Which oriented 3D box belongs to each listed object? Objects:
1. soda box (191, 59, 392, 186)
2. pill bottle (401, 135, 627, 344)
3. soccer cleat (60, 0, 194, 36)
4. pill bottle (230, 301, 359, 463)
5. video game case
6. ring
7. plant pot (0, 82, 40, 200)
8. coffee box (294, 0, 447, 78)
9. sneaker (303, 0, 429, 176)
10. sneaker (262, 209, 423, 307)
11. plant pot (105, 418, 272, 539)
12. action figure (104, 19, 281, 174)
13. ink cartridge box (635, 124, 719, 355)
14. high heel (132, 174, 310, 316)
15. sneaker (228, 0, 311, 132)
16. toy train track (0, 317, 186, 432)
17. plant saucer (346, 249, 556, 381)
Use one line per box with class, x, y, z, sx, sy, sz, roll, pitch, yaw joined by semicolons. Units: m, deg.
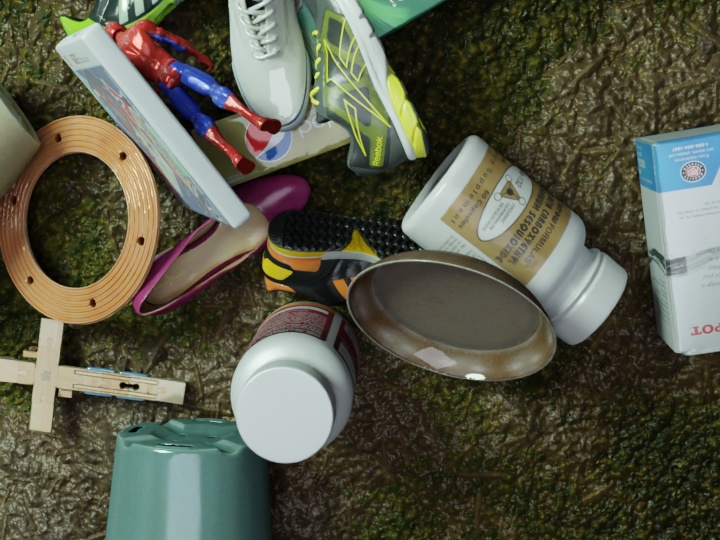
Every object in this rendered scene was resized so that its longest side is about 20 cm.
soda box;-0.055;-0.139;0.960;0.198;0.068;0.065;-20;98;6
pill bottle;0.148;-0.024;0.948;0.199;0.114;0.115;37;100;-5
soccer cleat;-0.200;-0.274;0.945;0.199;0.068;0.081;-39;95;12
pill bottle;-0.060;0.103;0.938;0.112;0.200;0.114;1;100;3
video game case;-0.189;-0.127;0.893;0.023;0.182;0.201;-42;112;-11
ring;-0.274;-0.049;0.979;0.198;0.019;0.203;0;89;25
plant pot;-0.412;-0.101;0.942;0.199;0.187;0.188;-35;97;-4
coffee box;0.002;-0.278;0.944;0.199;0.044;0.124;-27;98;7
sneaker;-0.015;-0.174;0.881;0.084;0.074;0.201;-29;91;6
sneaker;0.000;0.000;0.994;0.198;0.070;0.091;10;134;-10
plant pot;-0.167;0.256;0.985;0.198;0.200;0.199;3;93;2
action figure;-0.151;-0.161;0.909;0.200;0.099;0.066;39;98;17
ink cartridge box;0.350;-0.035;0.951;0.143;0.084;0.202;-9;100;4
high heel;-0.132;-0.020;0.968;0.199;0.096;0.068;-35;112;11
sneaker;-0.091;-0.224;0.891;0.072;0.071;0.202;-11;92;7
toy train track;-0.280;0.112;1.040;0.198;0.033;0.116;8;94;-5
plant saucer;0.085;0.039;0.929;0.198;0.201;0.032;18;59;0
